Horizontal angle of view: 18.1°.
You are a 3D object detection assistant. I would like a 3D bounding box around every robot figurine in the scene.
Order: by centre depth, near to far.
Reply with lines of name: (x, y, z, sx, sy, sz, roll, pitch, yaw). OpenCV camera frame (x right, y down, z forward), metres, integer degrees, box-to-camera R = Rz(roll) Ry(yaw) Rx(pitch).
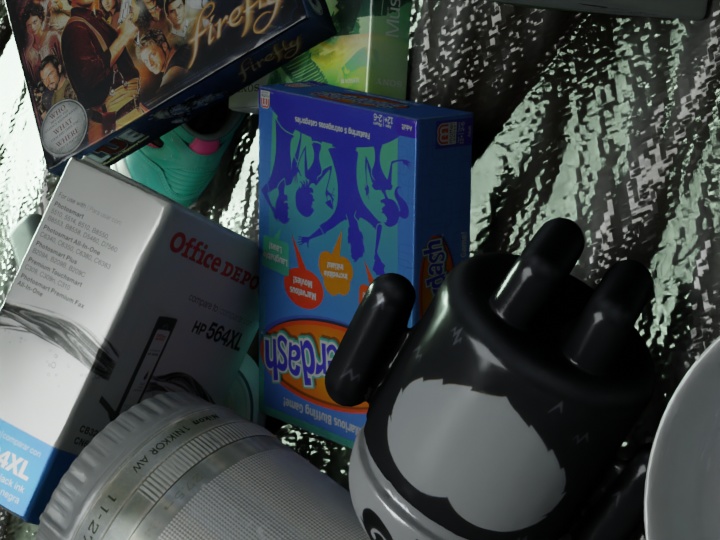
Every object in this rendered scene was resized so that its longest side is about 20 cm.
robot figurine: (0.073, 0.073, 1.164, 0.150, 0.124, 0.200, 54, 127, 39)

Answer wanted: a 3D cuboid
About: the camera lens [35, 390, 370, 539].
camera lens: (-0.064, 0.180, 1.268, 0.200, 0.160, 0.160, 34, 114, 28)

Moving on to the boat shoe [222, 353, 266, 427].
boat shoe: (-0.122, 0.137, 1.432, 0.073, 0.065, 0.200, 31, 116, 10)

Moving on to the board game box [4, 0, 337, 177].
board game box: (-0.121, -0.158, 1.389, 0.200, 0.035, 0.136, -28, 63, 22)

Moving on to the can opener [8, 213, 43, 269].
can opener: (-0.179, 0.031, 1.519, 0.067, 0.053, 0.200, -42, 49, 20)

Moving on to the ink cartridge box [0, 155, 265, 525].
ink cartridge box: (-0.145, 0.052, 1.341, 0.084, 0.146, 0.201, 25, 89, 30)

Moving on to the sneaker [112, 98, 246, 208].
sneaker: (-0.131, -0.145, 1.472, 0.121, 0.083, 0.201, -40, 64, 48)

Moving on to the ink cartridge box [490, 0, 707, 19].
ink cartridge box: (0.062, -0.180, 1.141, 0.146, 0.199, 0.083, 13, 97, 51)

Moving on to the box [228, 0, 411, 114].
box: (-0.023, -0.197, 1.382, 0.144, 0.036, 0.201, 1, 89, 52)

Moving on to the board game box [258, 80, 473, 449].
board game box: (0.000, 0.000, 1.301, 0.152, 0.045, 0.201, 16, 110, 51)

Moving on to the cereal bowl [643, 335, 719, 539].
cereal bowl: (0.229, 0.103, 0.976, 0.199, 0.083, 0.201, -3, 84, 30)
